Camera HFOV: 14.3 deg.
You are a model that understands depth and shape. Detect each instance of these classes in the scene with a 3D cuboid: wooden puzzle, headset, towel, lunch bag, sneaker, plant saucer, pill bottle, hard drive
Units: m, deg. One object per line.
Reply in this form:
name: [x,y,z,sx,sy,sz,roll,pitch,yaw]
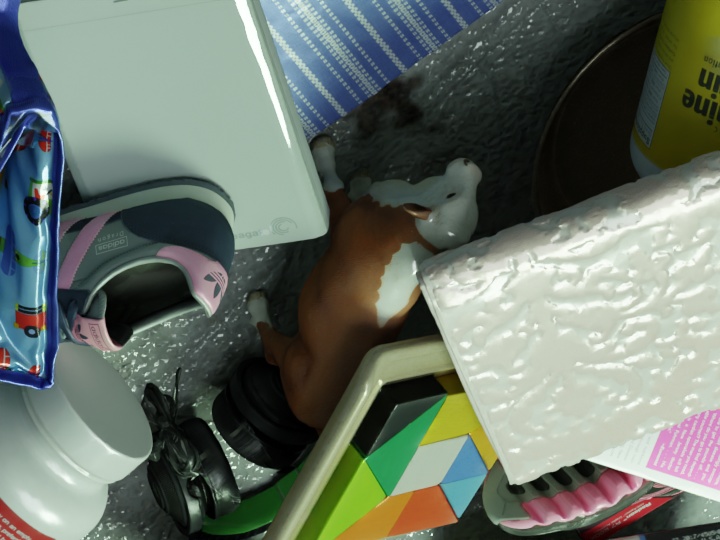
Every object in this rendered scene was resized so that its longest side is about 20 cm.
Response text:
wooden puzzle: [0.036,0.105,1.704,0.199,0.037,0.186,-15,143,-45]
headset: [-0.075,0.116,1.738,0.123,0.094,0.200,-38,146,8]
towel: [0.149,0.025,1.623,0.199,0.032,0.192,-21,136,3]
lunch bag: [-0.198,-0.062,1.482,0.093,0.151,0.201,0,128,-25]
sneaker: [-0.163,0.014,1.590,0.199,0.082,0.070,-21,133,17]
plant saucer: [0.189,-0.079,1.725,0.199,0.037,0.202,-11,125,-17]
pill bottle: [-0.220,0.130,1.654,0.200,0.113,0.112,-38,135,19]
hard drive: [-0.103,-0.087,1.565,0.131,0.026,0.201,-8,135,11]
towel: [0.003,-0.163,1.588,0.199,0.024,0.145,-35,137,8]
sneaker: [0.174,0.124,1.818,0.199,0.079,0.096,-24,146,-3]
pill bottle: [0.217,-0.097,1.631,0.111,0.112,0.201,-3,122,-24]

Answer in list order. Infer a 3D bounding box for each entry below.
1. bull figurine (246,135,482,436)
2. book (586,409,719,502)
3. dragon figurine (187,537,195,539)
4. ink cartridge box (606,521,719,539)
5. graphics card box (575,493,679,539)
bull figurine: [0.000,0.000,1.654,0.065,0.122,0.201,9,124,-32]
book: [0.221,0.072,1.741,0.199,0.048,0.134,19,97,-17]
dragon figurine: [-0.152,0.238,1.830,0.199,0.059,0.100,-23,133,-13]
ink cartridge box: [0.142,0.237,1.967,0.196,0.047,0.200,-8,158,-20]
graphics card box: [0.158,0.084,1.854,0.125,0.051,0.200,-30,134,2]
